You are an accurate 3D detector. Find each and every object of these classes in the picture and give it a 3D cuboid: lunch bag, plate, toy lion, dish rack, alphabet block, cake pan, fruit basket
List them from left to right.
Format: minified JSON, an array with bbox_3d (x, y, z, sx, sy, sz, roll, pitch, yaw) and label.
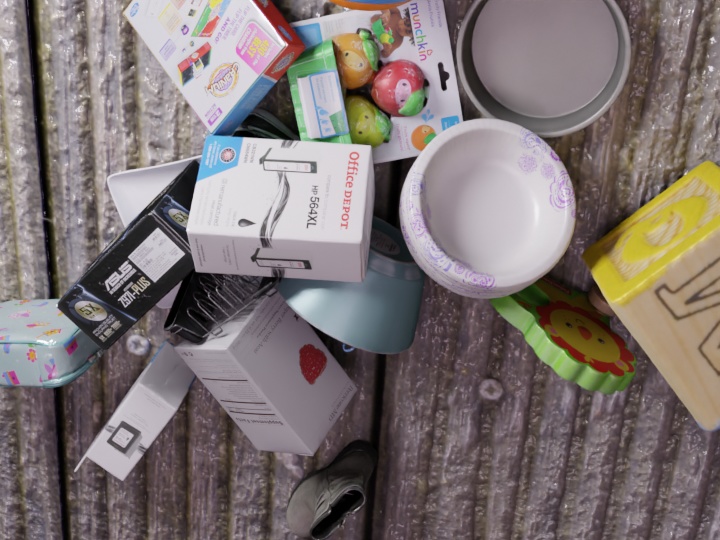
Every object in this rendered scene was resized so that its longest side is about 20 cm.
[{"bbox_3d":[-0.440,0.095,1.642,0.198,0.160,0.078,0,111,19],"label":"lunch bag"},{"bbox_3d":[-0.210,-0.057,1.582,0.198,0.032,0.201,-11,113,17],"label":"plate"},{"bbox_3d":[-0.149,-0.003,1.478,0.054,0.154,0.199,37,133,-23],"label":"dish rack"},{"bbox_3d":[0.015,-0.215,1.418,0.198,0.094,0.187,-8,108,8],"label":"fruit basket"},{"bbox_3d":[0.211,-0.253,1.385,0.198,0.037,0.202,5,117,10],"label":"cake pan"},{"bbox_3d":[0.241,0.063,1.449,0.199,0.192,0.069,29,119,-2],"label":"toy lion"},{"bbox_3d":[0.399,0.026,1.376,0.196,0.196,0.200,-37,105,9],"label":"alphabet block"}]

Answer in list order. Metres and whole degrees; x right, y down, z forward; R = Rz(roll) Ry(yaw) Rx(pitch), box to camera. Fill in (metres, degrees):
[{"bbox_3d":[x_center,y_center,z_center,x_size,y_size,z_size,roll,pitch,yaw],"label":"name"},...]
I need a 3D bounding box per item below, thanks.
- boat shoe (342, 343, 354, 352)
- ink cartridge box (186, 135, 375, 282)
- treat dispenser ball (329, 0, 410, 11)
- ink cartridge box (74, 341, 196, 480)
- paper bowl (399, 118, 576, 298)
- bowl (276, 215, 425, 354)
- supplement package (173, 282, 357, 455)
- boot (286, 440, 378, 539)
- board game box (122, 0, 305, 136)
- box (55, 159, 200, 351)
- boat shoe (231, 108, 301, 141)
[{"bbox_3d":[-0.025,0.051,1.568,0.199,0.084,0.069,32,114,3],"label":"boat shoe"},{"bbox_3d":[-0.087,-0.072,1.384,0.198,0.147,0.085,3,145,4],"label":"ink cartridge box"},{"bbox_3d":[0.010,-0.379,1.276,0.199,0.201,0.202,5,117,10],"label":"treat dispenser ball"},{"bbox_3d":[-0.313,0.210,1.692,0.066,0.116,0.200,35,119,-7],"label":"ink cartridge box"},{"bbox_3d":[0.144,-0.068,1.407,0.199,0.104,0.203,2,78,-8],"label":"paper bowl"},{"bbox_3d":[0.000,0.000,1.474,0.200,0.201,0.106,28,113,-2],"label":"bowl"},{"bbox_3d":[-0.120,0.128,1.565,0.119,0.122,0.200,-3,131,46],"label":"supplement package"},{"bbox_3d":[-0.054,0.333,1.685,0.068,0.131,0.200,37,118,-7],"label":"boot"},{"bbox_3d":[-0.175,-0.282,1.409,0.153,0.040,0.201,-44,74,28],"label":"board game box"},{"bbox_3d":[-0.263,-0.020,1.502,0.086,0.164,0.200,44,118,-11],"label":"box"},{"bbox_3d":[-0.073,-0.126,1.496,0.199,0.068,0.074,39,118,-8],"label":"boat shoe"}]
